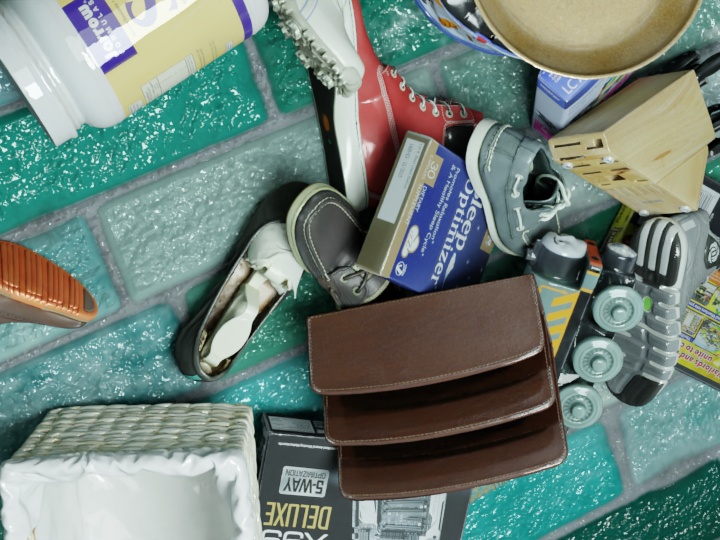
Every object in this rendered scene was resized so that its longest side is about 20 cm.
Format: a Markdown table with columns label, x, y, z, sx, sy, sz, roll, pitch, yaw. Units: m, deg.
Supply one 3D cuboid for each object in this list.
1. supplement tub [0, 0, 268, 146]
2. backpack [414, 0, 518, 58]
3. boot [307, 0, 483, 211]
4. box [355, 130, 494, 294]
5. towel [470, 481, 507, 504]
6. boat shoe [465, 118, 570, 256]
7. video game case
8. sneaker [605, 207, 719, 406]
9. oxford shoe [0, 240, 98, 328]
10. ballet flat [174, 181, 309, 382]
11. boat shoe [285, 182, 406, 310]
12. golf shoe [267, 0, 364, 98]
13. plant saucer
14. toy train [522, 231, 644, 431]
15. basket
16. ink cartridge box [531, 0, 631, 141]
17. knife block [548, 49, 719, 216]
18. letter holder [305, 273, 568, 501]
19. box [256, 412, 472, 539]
| label | x | y | z | sx | sy | sz | roll | pitch | yaw |
| --- | --- | --- | --- | --- | --- | --- | --- | --- | --- |
| supplement tub | -0.188 | -0.202 | 1.181 | 0.200 | 0.145 | 0.146 | -35 | 112 | -9 |
| backpack | 0.129 | -0.278 | 1.274 | 0.200 | 0.154 | 0.191 | 30 | 83 | -17 |
| boot | 0.034 | -0.160 | 1.315 | 0.144 | 0.072 | 0.201 | -17 | 117 | -16 |
| box | 0.075 | -0.034 | 1.318 | 0.200 | 0.032 | 0.122 | 24 | 86 | -59 |
| towel | 0.056 | 0.176 | 1.435 | 0.199 | 0.022 | 0.147 | -30 | 111 | -12 |
| boat shoe | 0.149 | -0.062 | 1.326 | 0.073 | 0.062 | 0.200 | -64 | 150 | -17 |
| video game case | 0.322 | 0.002 | 1.483 | 0.199 | 0.025 | 0.181 | 25 | 94 | -24 |
| sneaker | 0.298 | 0.031 | 1.432 | 0.115 | 0.075 | 0.201 | -25 | 134 | -42 |
| oxford shoe | -0.317 | 0.018 | 1.243 | 0.199 | 0.071 | 0.073 | 18 | 117 | -19 |
| ballet flat | -0.088 | 0.016 | 1.315 | 0.068 | 0.068 | 0.200 | 31 | 91 | -22 |
| boat shoe | 0.000 | 0.000 | 1.308 | 0.073 | 0.065 | 0.200 | -49 | 140 | -12 |
| golf shoe | -0.035 | -0.235 | 1.214 | 0.097 | 0.078 | 0.200 | -29 | 73 | -5 |
| plant saucer | 0.175 | -0.250 | 1.190 | 0.199 | 0.035 | 0.201 | 0 | 93 | -8 |
| toy train | 0.180 | 0.059 | 1.375 | 0.113 | 0.085 | 0.201 | 15 | 115 | -6 |
| basket | -0.177 | 0.220 | 1.255 | 0.199 | 0.161 | 0.199 | -2 | 105 | 3 |
| ink cartridge box | 0.203 | -0.180 | 1.307 | 0.042 | 0.200 | 0.119 | 44 | 87 | 12 |
| knife block | 0.266 | -0.147 | 1.365 | 0.200 | 0.064 | 0.176 | 25 | 70 | -39 |
| letter holder | 0.064 | 0.104 | 1.273 | 0.199 | 0.143 | 0.101 | -11 | 143 | 9 |
| box | -0.005 | 0.219 | 1.380 | 0.199 | 0.050 | 0.158 | 8 | 106 | -14 |
